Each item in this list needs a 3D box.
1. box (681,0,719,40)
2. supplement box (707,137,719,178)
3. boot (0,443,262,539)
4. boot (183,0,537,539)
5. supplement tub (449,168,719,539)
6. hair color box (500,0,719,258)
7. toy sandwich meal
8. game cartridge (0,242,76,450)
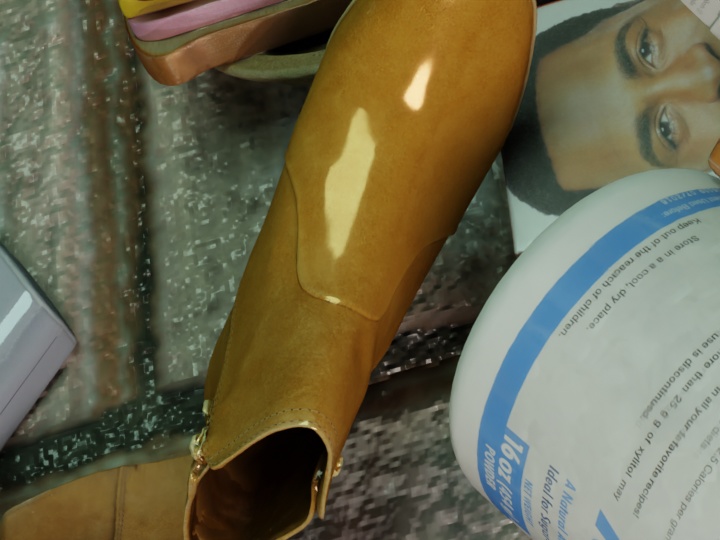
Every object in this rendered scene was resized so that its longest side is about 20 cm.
[{"bbox_3d":[0.184,-0.145,0.960,0.039,0.041,0.200,45,64,7],"label":"box"},{"bbox_3d":[0.187,-0.005,0.843,0.069,0.066,0.200,-58,37,15],"label":"supplement box"},{"bbox_3d":[-0.037,0.141,0.966,0.188,0.069,0.200,-18,39,15],"label":"boot"},{"bbox_3d":[-0.001,0.000,0.949,0.071,0.201,0.144,22,40,-8],"label":"boot"},{"bbox_3d":[0.135,0.070,0.885,0.132,0.132,0.200,-45,54,-6],"label":"supplement tub"},{"bbox_3d":[0.149,-0.059,0.995,0.199,0.061,0.102,-16,58,15],"label":"hair color box"},{"bbox_3d":[-0.001,-0.146,1.070,0.205,0.070,0.205,-24,34,17],"label":"toy sandwich meal"},{"bbox_3d":[-0.211,0.019,1.121,0.200,0.041,0.133,27,71,32],"label":"game cartridge"}]
